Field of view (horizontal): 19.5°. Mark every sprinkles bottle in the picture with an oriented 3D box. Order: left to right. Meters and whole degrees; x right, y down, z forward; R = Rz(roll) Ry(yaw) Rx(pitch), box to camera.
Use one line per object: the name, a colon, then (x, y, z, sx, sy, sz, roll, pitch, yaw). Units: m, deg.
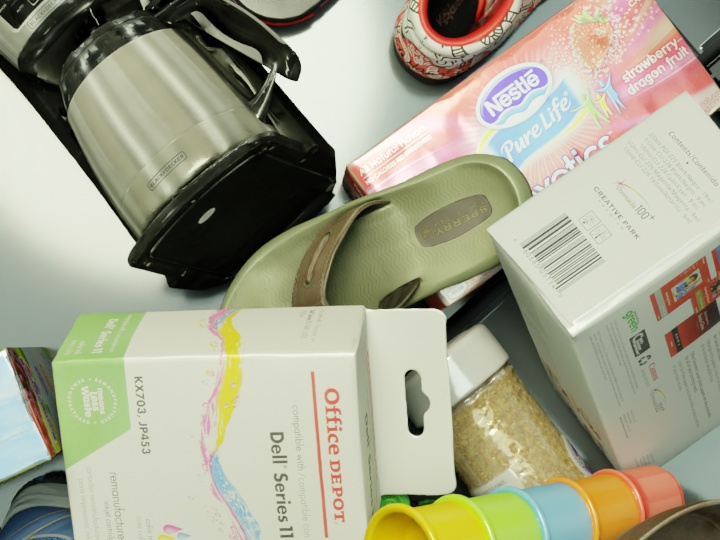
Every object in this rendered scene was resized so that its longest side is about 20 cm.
sprinkles bottle: (0.103, 0.128, 1.208, 0.068, 0.068, 0.200, -37, 90, -4)

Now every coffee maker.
coffee maker: (-0.119, -0.094, 1.174, 0.134, 0.192, 0.200, -34, 72, -10)

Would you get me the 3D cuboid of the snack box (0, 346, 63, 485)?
snack box: (-0.244, 0.101, 1.128, 0.168, 0.200, 0.068, -23, 88, -4)

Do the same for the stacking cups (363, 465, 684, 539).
stacking cups: (0.092, 0.141, 1.118, 0.199, 0.060, 0.061, -5, 87, -42)

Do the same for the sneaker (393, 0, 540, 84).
sneaker: (0.099, -0.192, 1.203, 0.067, 0.108, 0.201, 43, 86, 0)

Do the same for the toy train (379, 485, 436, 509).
toy train: (0.014, 0.144, 1.168, 0.200, 0.042, 0.056, 37, 99, -7)

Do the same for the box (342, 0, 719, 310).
box: (0.097, -0.074, 1.203, 0.200, 0.095, 0.103, -35, 88, -4)

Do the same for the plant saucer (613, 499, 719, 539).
plant saucer: (0.161, 0.212, 1.149, 0.200, 0.034, 0.201, -19, 121, -34)

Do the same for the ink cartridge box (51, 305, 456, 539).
ink cartridge box: (-0.052, 0.084, 1.098, 0.199, 0.067, 0.118, -3, 110, 7)

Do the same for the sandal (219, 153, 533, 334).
sandal: (0.000, -0.001, 1.130, 0.201, 0.057, 0.080, -33, 90, 18)

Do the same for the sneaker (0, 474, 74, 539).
sneaker: (-0.114, 0.169, 1.164, 0.199, 0.077, 0.076, 1, 123, 19)

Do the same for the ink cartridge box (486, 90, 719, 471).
ink cartridge box: (0.180, 0.004, 1.147, 0.175, 0.200, 0.084, -34, 57, -4)

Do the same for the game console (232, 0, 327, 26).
game console: (-0.054, -0.263, 1.239, 0.177, 0.031, 0.200, -43, 90, -3)
